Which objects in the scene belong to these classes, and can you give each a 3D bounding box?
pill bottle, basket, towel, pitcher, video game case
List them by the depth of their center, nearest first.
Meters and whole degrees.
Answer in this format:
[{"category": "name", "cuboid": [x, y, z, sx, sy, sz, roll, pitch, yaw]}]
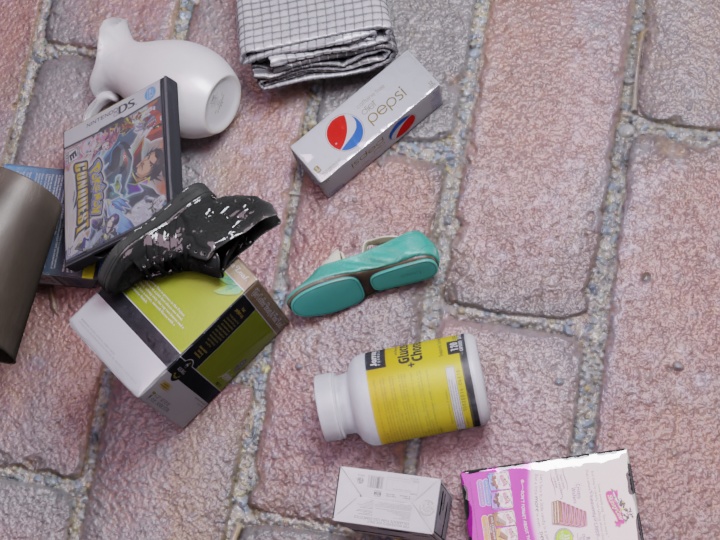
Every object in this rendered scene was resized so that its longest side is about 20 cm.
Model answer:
[{"category": "pill bottle", "cuboid": [0.050, 0.146, 1.639, 0.199, 0.112, 0.113, -11, 73, 4]}, {"category": "basket", "cuboid": [-0.457, -0.015, 1.677, 0.180, 0.136, 0.201, 34, 68, -27]}, {"category": "video game case", "cuboid": [-0.296, -0.120, 1.696, 0.180, 0.025, 0.201, -23, 59, 28]}, {"category": "towel", "cuboid": [-0.060, -0.324, 1.780, 0.199, 0.086, 0.166, -12, 55, 4]}, {"category": "pitcher", "cuboid": [-0.267, -0.224, 1.795, 0.199, 0.121, 0.172, 22, 97, 24]}]

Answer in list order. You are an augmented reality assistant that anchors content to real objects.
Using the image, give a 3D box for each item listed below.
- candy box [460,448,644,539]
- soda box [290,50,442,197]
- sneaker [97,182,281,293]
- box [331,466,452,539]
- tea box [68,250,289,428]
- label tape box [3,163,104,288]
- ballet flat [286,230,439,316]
[{"category": "candy box", "cuboid": [0.224, 0.291, 1.601, 0.199, 0.061, 0.137, -8, 73, 6]}, {"category": "soda box", "cuboid": [0.009, -0.187, 1.763, 0.200, 0.064, 0.068, -40, 73, -5]}, {"category": "sneaker", "cuboid": [-0.193, -0.024, 1.539, 0.200, 0.060, 0.104, -43, 68, -10]}, {"category": "box", "cuboid": [0.040, 0.270, 1.561, 0.116, 0.200, 0.060, 6, 77, 8]}, {"category": "tea box", "cuboid": [-0.211, 0.062, 1.653, 0.197, 0.200, 0.134, -44, 72, -7]}, {"category": "label tape box", "cuboid": [-0.374, -0.054, 1.780, 0.199, 0.063, 0.145, 6, 75, 10]}, {"category": "ballet flat", "cuboid": [0.000, 0.000, 1.720, 0.199, 0.067, 0.071, -18, 49, 3]}]
